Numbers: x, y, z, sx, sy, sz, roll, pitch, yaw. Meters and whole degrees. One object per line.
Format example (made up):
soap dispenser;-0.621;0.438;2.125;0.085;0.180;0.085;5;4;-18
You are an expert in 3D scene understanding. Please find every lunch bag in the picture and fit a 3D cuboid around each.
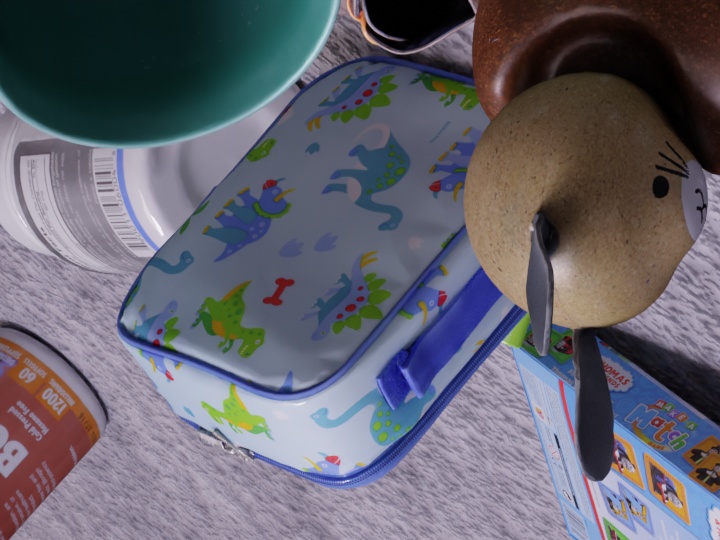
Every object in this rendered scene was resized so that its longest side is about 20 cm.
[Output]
lunch bag;0.000;0.000;1.283;0.161;0.200;0.083;17;149;44

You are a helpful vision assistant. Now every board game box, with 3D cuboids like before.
board game box;0.160;0.123;1.395;0.200;0.037;0.151;39;156;45

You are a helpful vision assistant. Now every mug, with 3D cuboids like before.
mug;-0.080;-0.147;1.181;0.152;0.185;0.115;85;169;-50

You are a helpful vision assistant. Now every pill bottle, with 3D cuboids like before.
pill bottle;-0.115;-0.055;1.484;0.114;0.114;0.200;51;156;-22
pill bottle;-0.284;0.146;2.015;0.112;0.200;0.112;34;157;17

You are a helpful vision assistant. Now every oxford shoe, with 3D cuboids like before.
oxford shoe;0.011;-0.130;1.192;0.071;0.073;0.200;48;157;-18

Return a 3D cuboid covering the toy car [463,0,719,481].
toy car;0.102;-0.032;1.023;0.158;0.200;0.164;3;145;23

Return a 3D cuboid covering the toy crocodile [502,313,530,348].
toy crocodile;0.020;-0.002;1.430;0.062;0.068;0.200;18;178;-44
